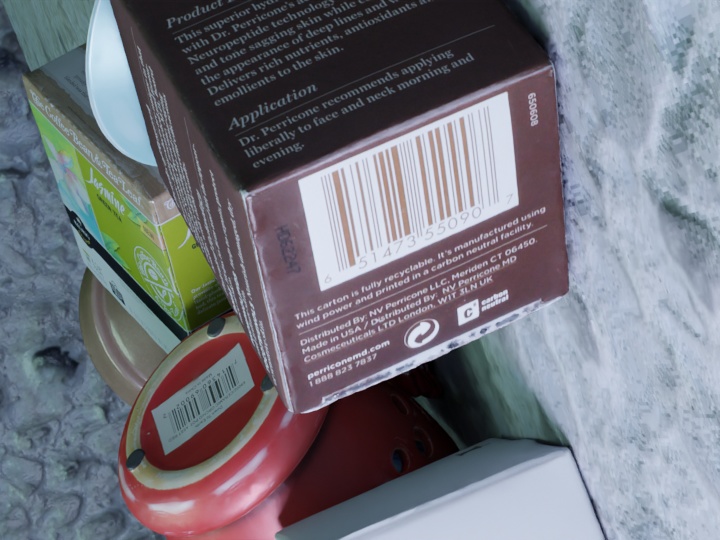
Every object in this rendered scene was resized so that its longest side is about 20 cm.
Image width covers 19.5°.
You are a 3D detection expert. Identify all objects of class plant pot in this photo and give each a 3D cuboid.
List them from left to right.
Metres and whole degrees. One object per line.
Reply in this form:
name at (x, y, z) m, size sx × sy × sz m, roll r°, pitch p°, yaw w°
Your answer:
plant pot at (-0.124, 0.017, 1.780) m, size 0.202 × 0.199 × 0.175 m, roll 66°, pitch 152°, yaw 7°
plant pot at (-0.052, 0.140, 1.427) m, size 0.183 × 0.200 × 0.201 m, roll 45°, pitch -176°, yaw -37°

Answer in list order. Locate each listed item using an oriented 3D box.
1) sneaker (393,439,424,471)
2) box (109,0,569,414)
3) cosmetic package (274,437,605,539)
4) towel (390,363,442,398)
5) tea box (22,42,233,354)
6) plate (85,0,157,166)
sneaker at (0.056, 0.226, 1.556) m, size 0.089 × 0.078 × 0.201 m, roll -144°, pitch 33°, yaw -73°
box at (-0.011, -0.073, 1.062) m, size 0.165 × 0.165 × 0.201 m, roll 79°, pitch 164°, yaw -48°
cosmetic package at (0.068, 0.225, 1.271) m, size 0.167 × 0.165 × 0.201 m, roll 164°, pitch 84°, yaw -79°
towel at (0.000, 0.000, 1.522) m, size 0.145 × 0.022 × 0.201 m, roll 173°, pitch 75°, yaw -78°
tea box at (-0.128, -0.056, 1.545) m, size 0.200 × 0.133 × 0.198 m, roll 41°, pitch 153°, yaw 42°
plate at (-0.069, -0.144, 1.163) m, size 0.025 × 0.200 × 0.201 m, roll 32°, pitch 150°, yaw 32°
